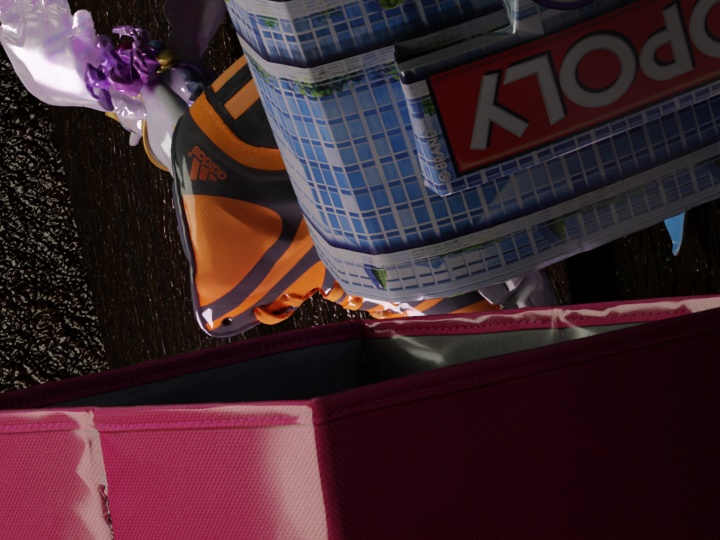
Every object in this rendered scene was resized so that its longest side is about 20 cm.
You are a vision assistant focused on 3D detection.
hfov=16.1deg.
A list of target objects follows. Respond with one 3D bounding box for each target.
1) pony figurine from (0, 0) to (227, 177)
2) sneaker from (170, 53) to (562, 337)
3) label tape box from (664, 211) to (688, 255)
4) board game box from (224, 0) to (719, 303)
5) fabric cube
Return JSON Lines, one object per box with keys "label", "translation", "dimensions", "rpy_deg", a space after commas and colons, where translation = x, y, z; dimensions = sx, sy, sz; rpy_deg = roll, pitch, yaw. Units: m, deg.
{"label": "pony figurine", "translation": [-0.129, -0.118, 1.644], "dimensions": [0.200, 0.166, 0.193], "rpy_deg": [47, 156, 44]}
{"label": "sneaker", "translation": [0.000, 0.000, 0.942], "dimensions": [0.200, 0.112, 0.078], "rpy_deg": [52, -172, -26]}
{"label": "label tape box", "translation": [0.053, -0.112, 0.857], "dimensions": [0.200, 0.066, 0.144], "rpy_deg": [-112, 16, -54]}
{"label": "board game box", "translation": [0.074, -0.068, 0.554], "dimensions": [0.062, 0.200, 0.200], "rpy_deg": [-119, 7, -62]}
{"label": "fabric cube", "translation": [0.009, 0.121, 0.759], "dimensions": [0.200, 0.196, 0.200], "rpy_deg": [-5, 95, 47]}
